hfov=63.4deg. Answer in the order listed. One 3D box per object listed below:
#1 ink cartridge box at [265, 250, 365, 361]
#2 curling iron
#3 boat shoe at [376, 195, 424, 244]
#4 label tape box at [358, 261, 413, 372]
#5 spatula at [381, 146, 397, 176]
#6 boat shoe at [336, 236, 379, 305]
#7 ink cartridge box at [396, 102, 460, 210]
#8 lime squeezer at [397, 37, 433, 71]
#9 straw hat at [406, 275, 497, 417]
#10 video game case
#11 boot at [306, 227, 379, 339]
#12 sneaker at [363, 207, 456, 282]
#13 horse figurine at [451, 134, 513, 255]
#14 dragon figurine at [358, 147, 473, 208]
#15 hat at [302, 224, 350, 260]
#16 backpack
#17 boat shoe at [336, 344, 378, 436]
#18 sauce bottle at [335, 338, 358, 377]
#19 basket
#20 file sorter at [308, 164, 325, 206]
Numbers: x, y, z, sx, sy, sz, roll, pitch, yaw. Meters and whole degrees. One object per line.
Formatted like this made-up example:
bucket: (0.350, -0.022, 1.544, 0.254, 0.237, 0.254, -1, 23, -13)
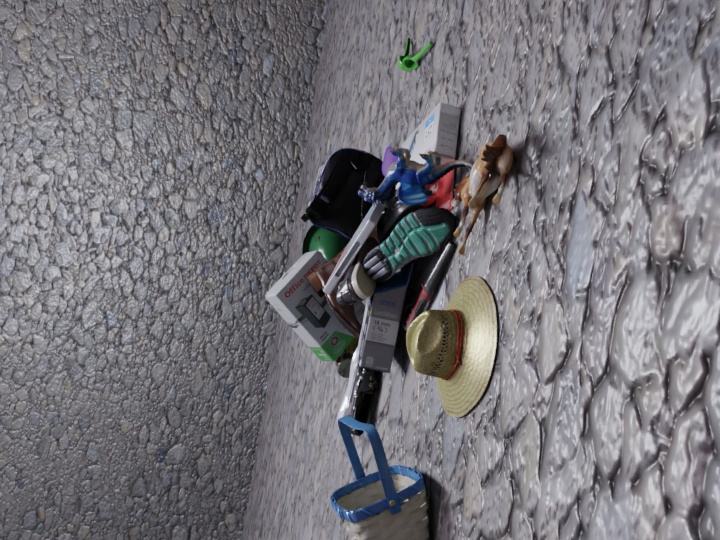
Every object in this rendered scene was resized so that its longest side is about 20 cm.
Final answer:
ink cartridge box: (-0.093, 0.079, 1.303, 0.146, 0.201, 0.084, -47, 16, -22)
curling iron: (0.110, 0.028, 0.979, 0.050, 0.025, 0.203, -92, 17, -47)
boat shoe: (0.064, -0.104, 1.091, 0.202, 0.073, 0.066, 128, 118, -77)
label tape box: (0.043, 0.068, 1.098, 0.144, 0.061, 0.206, -98, 19, -81)
spatula: (0.074, -0.183, 1.090, 0.201, 0.020, 0.058, -116, 38, -64)
boat shoe: (0.000, 0.000, 1.090, 0.062, 0.073, 0.201, -30, 16, 25)
ink cartridge box: (0.115, -0.176, 1.057, 0.200, 0.043, 0.181, 147, 131, -71)
lime squeezer: (0.116, -0.471, 1.287, 0.071, 0.038, 0.201, -45, 22, 10)
straw hat: (0.108, 0.103, 0.818, 0.201, 0.083, 0.207, -170, 90, -77)
video game case: (-0.002, -0.061, 1.086, 0.201, 0.017, 0.144, -55, 6, 41)
boot: (0.011, 0.016, 1.225, 0.187, 0.199, 0.064, 50, 172, 13)
sneaker: (0.090, -0.056, 1.000, 0.198, 0.075, 0.087, -32, 1, 38)
horse figurine: (0.163, -0.117, 0.789, 0.201, 0.049, 0.135, 108, -177, -60)
dragon figurine: (0.092, -0.142, 0.952, 0.059, 0.195, 0.102, -37, -47, -62)
hat: (-0.064, -0.008, 1.380, 0.177, 0.161, 0.206, -97, 12, -70)
backpack: (-0.017, -0.181, 1.344, 0.155, 0.195, 0.195, -92, 21, -72)
boat shoe: (0.009, 0.238, 1.199, 0.056, 0.068, 0.205, 18, 92, 41)
sauce bottle: (-0.035, 0.167, 1.400, 0.202, 0.063, 0.066, -98, 23, -55)
basket: (0.021, 0.324, 0.878, 0.205, 0.136, 0.176, 69, 163, 0)
file sorter: (-0.048, -0.211, 1.550, 0.200, 0.135, 0.128, -151, 74, -75)
